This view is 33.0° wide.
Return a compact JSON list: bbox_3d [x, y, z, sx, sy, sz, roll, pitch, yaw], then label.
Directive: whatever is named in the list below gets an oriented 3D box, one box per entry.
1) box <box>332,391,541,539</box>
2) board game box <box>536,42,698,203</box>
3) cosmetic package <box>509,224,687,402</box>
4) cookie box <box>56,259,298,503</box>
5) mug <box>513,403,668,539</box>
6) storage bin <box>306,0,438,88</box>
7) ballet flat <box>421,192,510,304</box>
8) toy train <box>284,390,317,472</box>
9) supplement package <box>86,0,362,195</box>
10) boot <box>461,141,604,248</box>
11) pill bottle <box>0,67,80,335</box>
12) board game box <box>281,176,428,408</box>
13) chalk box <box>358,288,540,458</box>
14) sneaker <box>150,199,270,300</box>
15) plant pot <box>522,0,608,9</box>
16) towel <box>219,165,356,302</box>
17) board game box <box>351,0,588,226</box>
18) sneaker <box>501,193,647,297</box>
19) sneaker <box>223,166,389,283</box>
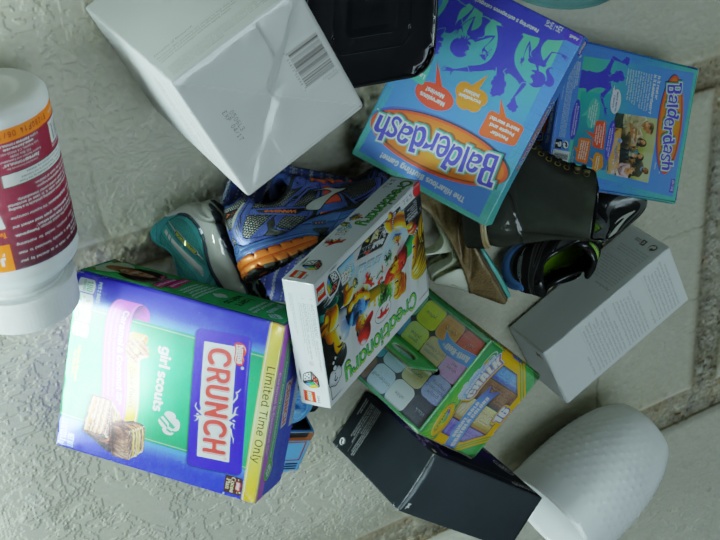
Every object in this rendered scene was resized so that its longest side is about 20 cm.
[{"bbox_3d":[0.088,0.228,1.383,0.200,0.141,0.079,28,99,-41],"label":"box"},{"bbox_3d":[0.269,-0.159,1.308,0.200,0.045,0.152,6,95,-34],"label":"board game box"},{"bbox_3d":[0.287,0.051,1.459,0.200,0.071,0.101,-39,131,-9],"label":"cosmetic package"},{"bbox_3d":[-0.160,0.096,1.093,0.075,0.200,0.171,-34,136,-71],"label":"cookie box"},{"bbox_3d":[0.297,0.268,1.559,0.175,0.148,0.200,-40,161,-17],"label":"mug"},{"bbox_3d":[-0.010,-0.270,1.065,0.135,0.094,0.200,-14,123,-26],"label":"storage bin"},{"bbox_3d":[0.095,-0.028,1.295,0.072,0.068,0.200,-29,128,0],"label":"ballet flat"},{"bbox_3d":[-0.136,0.147,1.227,0.200,0.087,0.114,3,122,-32],"label":"toy train"},{"bbox_3d":[-0.113,-0.174,0.979,0.120,0.200,0.121,-39,131,-8],"label":"supplement package"},{"bbox_3d":[0.176,-0.122,1.213,0.077,0.138,0.200,-14,105,-73],"label":"boot"},{"bbox_3d":[-0.291,-0.054,0.991,0.109,0.110,0.200,-20,125,-23],"label":"pill bottle"},{"bbox_3d":[0.001,0.015,1.094,0.200,0.035,0.126,-46,138,-47],"label":"board game box"},{"bbox_3d":[0.079,0.099,1.283,0.124,0.124,0.200,-51,148,2],"label":"chalk box"},{"bbox_3d":[-0.133,0.029,1.153,0.080,0.078,0.200,-18,107,12],"label":"sneaker"},{"bbox_3d":[0.191,-0.350,1.099,0.200,0.200,0.188,-22,141,-21],"label":"plant pot"},{"bbox_3d":[-0.058,-0.030,1.216,0.200,0.024,0.145,8,110,-36],"label":"towel"},{"bbox_3d":[0.103,-0.165,1.166,0.200,0.152,0.045,-64,169,12],"label":"board game box"},{"bbox_3d":[0.253,-0.030,1.382,0.199,0.083,0.071,-34,129,-18],"label":"sneaker"},{"bbox_3d":[-0.046,-0.062,1.141,0.200,0.075,0.079,-29,91,-43],"label":"sneaker"}]
